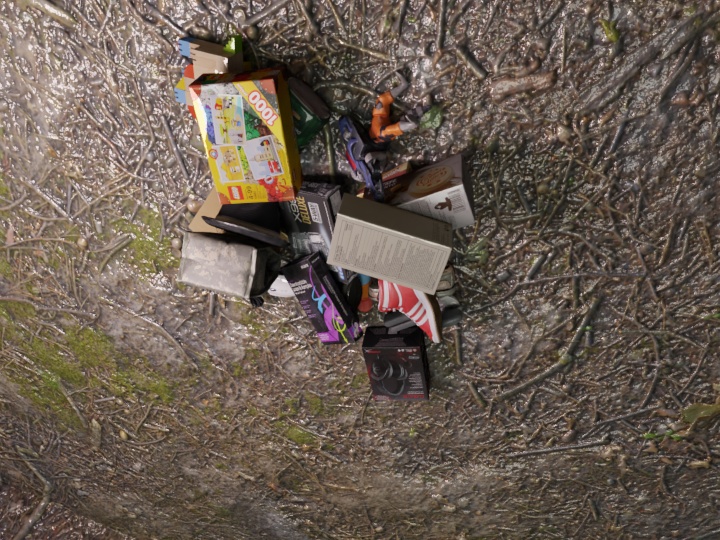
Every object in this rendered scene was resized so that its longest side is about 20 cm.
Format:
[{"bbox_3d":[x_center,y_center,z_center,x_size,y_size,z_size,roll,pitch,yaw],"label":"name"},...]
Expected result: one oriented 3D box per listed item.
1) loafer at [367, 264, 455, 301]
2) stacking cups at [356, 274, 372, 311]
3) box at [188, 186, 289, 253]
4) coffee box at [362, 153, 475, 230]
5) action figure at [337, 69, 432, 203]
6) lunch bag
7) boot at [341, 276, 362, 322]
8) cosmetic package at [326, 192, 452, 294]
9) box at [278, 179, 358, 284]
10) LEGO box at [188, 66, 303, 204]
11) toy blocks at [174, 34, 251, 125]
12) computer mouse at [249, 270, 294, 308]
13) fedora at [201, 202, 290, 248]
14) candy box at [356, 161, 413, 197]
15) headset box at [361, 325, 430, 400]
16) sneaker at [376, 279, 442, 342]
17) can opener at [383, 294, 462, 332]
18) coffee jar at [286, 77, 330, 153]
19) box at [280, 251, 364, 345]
[{"bbox_3d":[0.109,0.021,1.134,0.191,0.073,0.065,-5,118,5],"label":"loafer"},{"bbox_3d":[0.000,0.000,1.158,0.058,0.062,0.205,4,132,11],"label":"stacking cups"},{"bbox_3d":[-0.271,-0.088,1.176,0.198,0.022,0.163,38,126,-15],"label":"box"},{"bbox_3d":[0.100,-0.118,0.935,0.193,0.116,0.081,-16,122,22],"label":"coffee box"},{"bbox_3d":[0.043,-0.218,0.934,0.102,0.206,0.193,-1,151,-38],"label":"action figure"},{"bbox_3d":[-0.265,-0.014,1.098,0.157,0.200,0.123,13,96,6],"label":"lunch bag"},{"bbox_3d":[-0.066,0.069,1.179,0.128,0.068,0.204,27,143,17],"label":"boot"},{"bbox_3d":[0.049,-0.044,0.880,0.193,0.074,0.106,18,127,-1],"label":"cosmetic package"},{"bbox_3d":[-0.089,-0.084,1.078,0.154,0.050,0.206,17,134,36],"label":"box"},{"bbox_3d":[-0.187,-0.226,0.891,0.142,0.078,0.206,-2,123,9],"label":"LEGO box"},{"bbox_3d":[-0.281,-0.332,0.964,0.132,0.101,0.206,18,129,15],"label":"toy blocks"},{"bbox_3d":[-0.192,0.034,1.216,0.192,0.045,0.112,-11,131,13],"label":"computer mouse"},{"bbox_3d":[-0.220,-0.114,1.049,0.193,0.201,0.095,16,89,2],"label":"fedora"},{"bbox_3d":[0.087,-0.100,1.055,0.112,0.056,0.203,-18,119,24],"label":"candy box"},{"bbox_3d":[0.093,0.238,1.292,0.143,0.078,0.206,-2,124,15],"label":"headset box"},{"bbox_3d":[0.101,0.077,1.085,0.108,0.073,0.204,-12,126,20],"label":"sneaker"},{"bbox_3d":[0.137,0.102,1.181,0.195,0.068,0.052,-19,135,36],"label":"can opener"},{"bbox_3d":[-0.149,-0.245,0.976,0.104,0.086,0.200,41,121,-4],"label":"coffee jar"},{"bbox_3d":[-0.086,0.065,1.126,0.141,0.036,0.205,-15,106,57],"label":"box"}]
